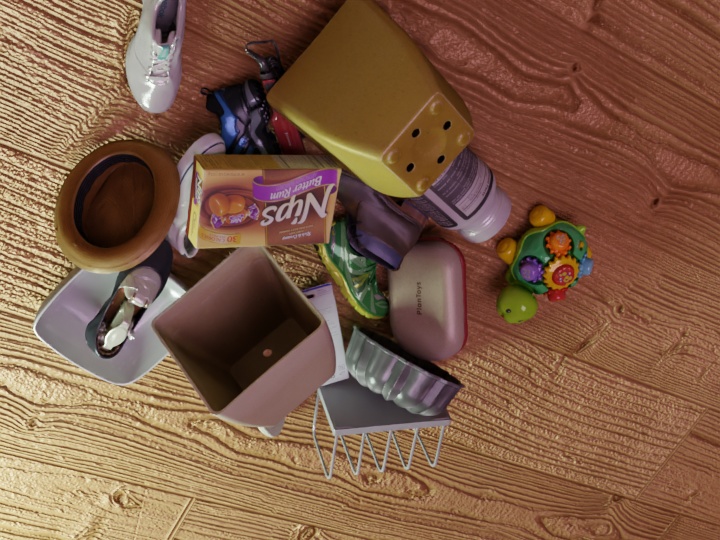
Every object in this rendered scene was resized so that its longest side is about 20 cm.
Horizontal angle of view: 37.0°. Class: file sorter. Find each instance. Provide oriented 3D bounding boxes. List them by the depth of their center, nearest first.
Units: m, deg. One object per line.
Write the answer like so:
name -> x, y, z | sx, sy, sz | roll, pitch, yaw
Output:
file sorter -> 0.029, 0.260, 1.816 | 0.199, 0.139, 0.125 | -3, 124, -16

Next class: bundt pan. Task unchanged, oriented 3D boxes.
bundt pan -> 0.061, 0.168, 1.720 | 0.201, 0.202, 0.076 | 27, 92, -30

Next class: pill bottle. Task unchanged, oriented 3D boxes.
pill bottle -> 0.130, -0.133, 1.614 | 0.116, 0.117, 0.200 | -44, 124, 12

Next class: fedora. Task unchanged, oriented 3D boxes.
fedora -> -0.322, -0.080, 1.477 | 0.200, 0.201, 0.082 | -29, 154, 1

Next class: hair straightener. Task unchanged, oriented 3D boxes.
hair straightener -> -0.116, -0.247, 1.492 | 0.041, 0.077, 0.200 | -8, 142, 15

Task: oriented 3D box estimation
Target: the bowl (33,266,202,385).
bowl -> -0.360, 0.055, 1.597 | 0.200, 0.075, 0.200 | -43, 124, 10

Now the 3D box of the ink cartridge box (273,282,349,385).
ink cartridge box -> -0.081, 0.102, 1.740 | 0.099, 0.039, 0.201 | -14, 126, -9

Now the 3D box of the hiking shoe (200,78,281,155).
hiking shoe -> -0.161, -0.169, 1.524 | 0.086, 0.074, 0.201 | -8, 110, 8

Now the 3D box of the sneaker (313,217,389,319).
sneaker -> 0.000, 0.000, 1.680 | 0.083, 0.074, 0.200 | -30, 125, 7

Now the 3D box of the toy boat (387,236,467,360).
toy boat -> 0.121, 0.041, 1.725 | 0.131, 0.130, 0.201 | -20, 110, -58

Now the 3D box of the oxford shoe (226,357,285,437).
oxford shoe -> -0.179, 0.202, 1.763 | 0.057, 0.075, 0.200 | 2, 142, 30

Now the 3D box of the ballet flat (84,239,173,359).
ballet flat -> -0.322, 0.046, 1.518 | 0.073, 0.073, 0.200 | 27, 110, -30

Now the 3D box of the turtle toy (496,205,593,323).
turtle toy -> 0.297, 0.001, 1.760 | 0.146, 0.101, 0.200 | 36, 105, -32

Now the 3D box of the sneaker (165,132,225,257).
sneaker -> -0.221, -0.102, 1.501 | 0.073, 0.071, 0.200 | -27, 154, -43

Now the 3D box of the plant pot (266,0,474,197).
plant pot -> 0.037, -0.212, 1.438 | 0.196, 0.200, 0.194 | -49, 141, 3

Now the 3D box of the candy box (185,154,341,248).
candy box -> -0.132, -0.095, 1.472 | 0.199, 0.056, 0.117 | -2, 118, -25

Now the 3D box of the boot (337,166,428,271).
boot -> -0.001, -0.080, 1.595 | 0.199, 0.075, 0.097 | 26, 76, -12

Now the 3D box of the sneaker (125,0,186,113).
sneaker -> -0.262, -0.290, 1.403 | 0.075, 0.089, 0.201 | 0, 121, -20

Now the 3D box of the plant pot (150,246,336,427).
plant pot -> -0.149, 0.115, 1.576 | 0.200, 0.200, 0.177 | -40, 146, -5
